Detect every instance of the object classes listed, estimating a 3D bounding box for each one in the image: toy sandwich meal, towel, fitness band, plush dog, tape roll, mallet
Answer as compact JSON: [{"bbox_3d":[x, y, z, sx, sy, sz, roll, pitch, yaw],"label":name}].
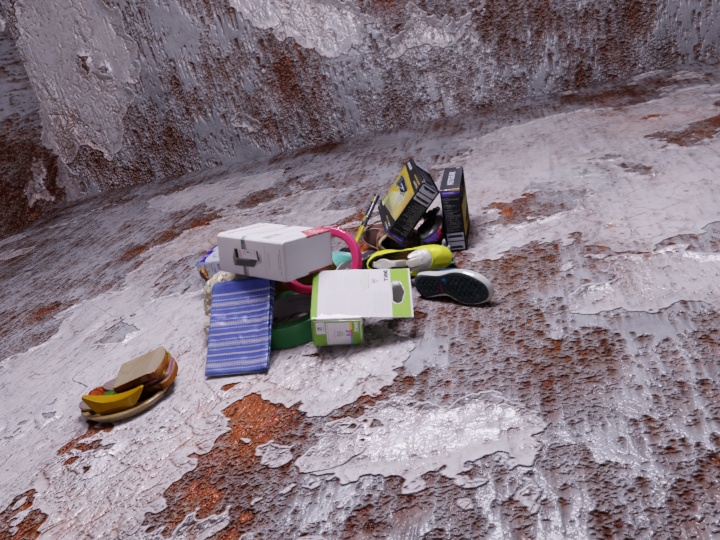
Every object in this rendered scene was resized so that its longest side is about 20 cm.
[{"bbox_3d":[-0.465,0.225,1.412,0.204,0.071,0.205,-13,20,5],"label":"toy sandwich meal"},{"bbox_3d":[-0.246,0.110,1.438,0.144,0.024,0.201,-8,66,17],"label":"towel"},{"bbox_3d":[-0.090,-0.020,1.549,0.199,0.145,0.037,-5,-1,23],"label":"fitness band"},{"bbox_3d":[-0.276,0.036,1.593,0.171,0.161,0.200,-26,7,43],"label":"plush dog"},{"bbox_3d":[-0.148,0.102,1.542,0.199,0.048,0.201,-13,20,5],"label":"tape roll"},{"bbox_3d":[0.009,-0.106,1.832,0.066,0.041,0.201,22,82,53],"label":"mallet"}]

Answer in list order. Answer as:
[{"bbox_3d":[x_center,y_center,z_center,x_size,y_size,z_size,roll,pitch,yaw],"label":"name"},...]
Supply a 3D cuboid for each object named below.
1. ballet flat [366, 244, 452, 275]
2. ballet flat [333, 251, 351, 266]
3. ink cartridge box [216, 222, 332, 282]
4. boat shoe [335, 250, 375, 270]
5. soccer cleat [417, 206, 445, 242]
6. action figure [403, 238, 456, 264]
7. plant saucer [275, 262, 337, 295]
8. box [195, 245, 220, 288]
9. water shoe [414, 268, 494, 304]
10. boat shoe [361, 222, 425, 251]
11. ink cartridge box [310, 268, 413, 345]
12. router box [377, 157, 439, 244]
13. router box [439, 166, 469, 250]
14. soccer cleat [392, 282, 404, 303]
[{"bbox_3d":[0.103,-0.018,1.576,0.199,0.067,0.067,-3,4,27],"label":"ballet flat"},{"bbox_3d":[-0.096,-0.004,1.779,0.199,0.067,0.071,0,50,36],"label":"ballet flat"},{"bbox_3d":[-0.179,-0.042,1.476,0.199,0.084,0.146,8,18,39],"label":"ink cartridge box"},{"bbox_3d":[0.000,0.000,1.674,0.057,0.067,0.200,-9,17,34],"label":"boat shoe"},{"bbox_3d":[0.187,-0.100,1.763,0.068,0.073,0.200,-27,13,17],"label":"soccer cleat"},{"bbox_3d":[0.115,-0.017,1.663,0.199,0.055,0.118,-20,23,-2],"label":"action figure"},{"bbox_3d":[-0.165,-0.003,1.677,0.199,0.200,0.049,-7,53,22],"label":"plant saucer"},{"bbox_3d":[-0.301,-0.022,1.889,0.199,0.106,0.184,-7,23,20],"label":"box"},{"bbox_3d":[0.204,0.019,1.474,0.199,0.072,0.079,7,25,45],"label":"water shoe"},{"bbox_3d":[0.069,-0.079,1.816,0.199,0.073,0.072,13,22,41],"label":"boat shoe"},{"bbox_3d":[0.003,0.071,1.421,0.198,0.076,0.148,-1,41,1],"label":"ink cartridge box"},{"bbox_3d":[0.114,-0.173,1.742,0.158,0.052,0.200,-56,17,18],"label":"router box"},{"bbox_3d":[0.239,-0.159,1.782,0.052,0.158,0.200,-6,23,13],"label":"router box"},{"bbox_3d":[0.026,0.042,1.535,0.086,0.070,0.200,-5,7,-23],"label":"soccer cleat"}]
